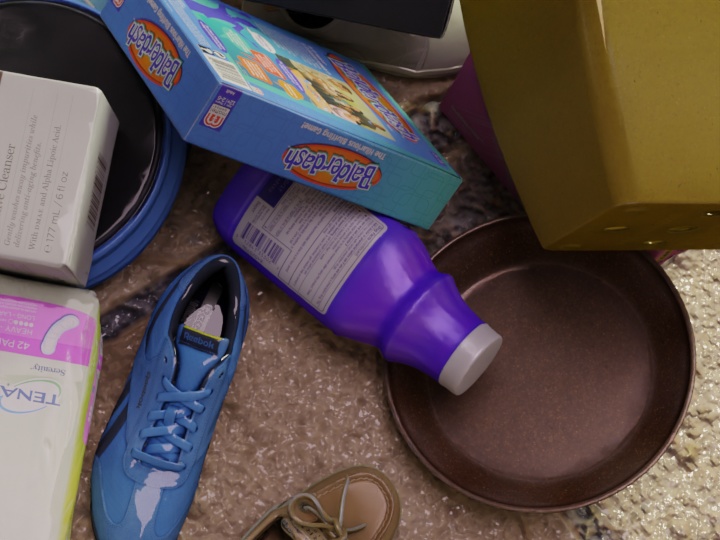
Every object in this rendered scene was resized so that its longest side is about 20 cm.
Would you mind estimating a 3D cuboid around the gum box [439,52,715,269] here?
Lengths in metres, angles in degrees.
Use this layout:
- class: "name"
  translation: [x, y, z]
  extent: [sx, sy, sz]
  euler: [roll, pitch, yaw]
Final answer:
- class: "gum box"
  translation: [0.153, -0.080, 1.104]
  extent: [0.066, 0.114, 0.200]
  euler: [-35, 79, -25]

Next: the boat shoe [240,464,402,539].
- class: "boat shoe"
  translation: [-0.046, 0.186, 0.967]
  extent: [0.073, 0.063, 0.200]
  euler: [45, 64, 8]

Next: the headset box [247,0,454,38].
- class: "headset box"
  translation: [-0.018, -0.248, 1.091]
  extent: [0.173, 0.093, 0.200]
  euler: [10, 33, -7]

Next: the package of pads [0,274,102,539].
- class: "package of pads"
  translation: [-0.236, 0.098, 0.946]
  extent: [0.154, 0.068, 0.201]
  euler: [11, 72, -9]

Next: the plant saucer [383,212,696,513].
- class: "plant saucer"
  translation: [0.115, 0.061, 1.049]
  extent: [0.200, 0.037, 0.201]
  euler: [-3, 69, 8]

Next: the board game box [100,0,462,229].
- class: "board game box"
  translation: [-0.049, -0.108, 1.016]
  extent: [0.200, 0.045, 0.152]
  euler: [18, 25, -40]

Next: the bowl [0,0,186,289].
- class: "bowl"
  translation: [-0.211, -0.082, 1.023]
  extent: [0.200, 0.039, 0.201]
  euler: [0, 78, -1]

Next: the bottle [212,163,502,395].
- class: "bottle"
  translation: [0.000, 0.000, 1.034]
  extent: [0.200, 0.065, 0.084]
  euler: [38, 96, 16]

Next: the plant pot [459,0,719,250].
- class: "plant pot"
  translation: [0.183, -0.109, 0.963]
  extent: [0.199, 0.200, 0.177]
  euler: [0, 79, -14]

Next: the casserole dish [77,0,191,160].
- class: "casserole dish"
  translation: [-0.186, -0.146, 1.089]
  extent: [0.121, 0.039, 0.200]
  euler: [-34, 78, -24]

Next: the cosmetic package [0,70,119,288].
- class: "cosmetic package"
  translation: [-0.253, -0.063, 0.957]
  extent: [0.199, 0.081, 0.113]
  euler: [8, 80, 0]

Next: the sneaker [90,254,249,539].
- class: "sneaker"
  translation: [-0.116, 0.081, 0.988]
  extent: [0.066, 0.078, 0.201]
  euler: [20, 65, -7]

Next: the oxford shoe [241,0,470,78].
- class: "oxford shoe"
  translation: [0.017, -0.181, 1.146]
  extent: [0.199, 0.058, 0.075]
  euler: [4, 64, -14]
